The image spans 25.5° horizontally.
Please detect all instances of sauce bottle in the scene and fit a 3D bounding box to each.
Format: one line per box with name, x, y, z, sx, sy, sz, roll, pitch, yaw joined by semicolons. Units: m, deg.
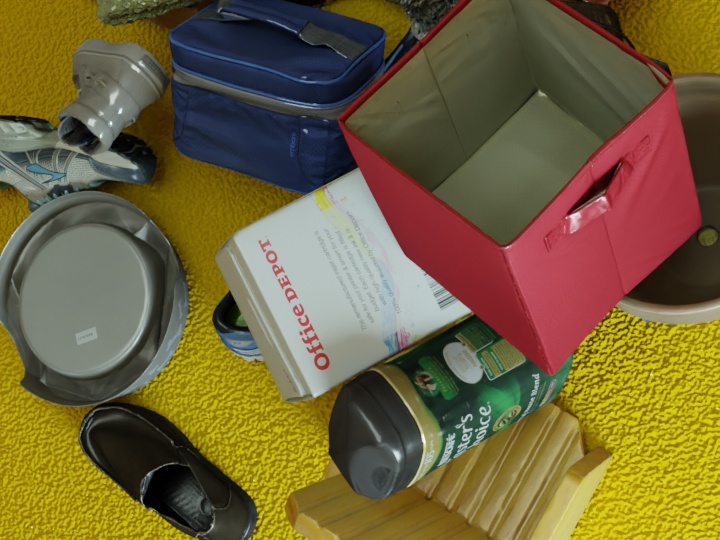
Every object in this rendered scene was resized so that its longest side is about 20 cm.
sauce bottle;0.312;-0.022;1.295;0.198;0.065;0.065;-24;73;13

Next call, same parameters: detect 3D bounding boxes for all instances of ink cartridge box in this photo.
ink cartridge box;0.000;0.000;1.309;0.198;0.145;0.147;-27;89;-14

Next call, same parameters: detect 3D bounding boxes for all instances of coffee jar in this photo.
coffee jar;0.069;0.099;1.257;0.199;0.105;0.086;-26;66;-27

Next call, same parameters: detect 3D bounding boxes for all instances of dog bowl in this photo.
dog bowl;-0.251;0.030;1.497;0.198;0.059;0.203;-4;79;20

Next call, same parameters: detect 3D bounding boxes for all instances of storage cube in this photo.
storage cube;0.119;-0.071;1.142;0.171;0.180;0.200;-44;55;-10

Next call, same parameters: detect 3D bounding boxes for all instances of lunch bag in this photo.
lunch bag;-0.078;-0.170;1.403;0.198;0.136;0.134;18;126;21

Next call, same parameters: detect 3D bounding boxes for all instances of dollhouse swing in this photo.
dollhouse swing;0.067;0.164;1.292;0.199;0.176;0.183;30;92;23

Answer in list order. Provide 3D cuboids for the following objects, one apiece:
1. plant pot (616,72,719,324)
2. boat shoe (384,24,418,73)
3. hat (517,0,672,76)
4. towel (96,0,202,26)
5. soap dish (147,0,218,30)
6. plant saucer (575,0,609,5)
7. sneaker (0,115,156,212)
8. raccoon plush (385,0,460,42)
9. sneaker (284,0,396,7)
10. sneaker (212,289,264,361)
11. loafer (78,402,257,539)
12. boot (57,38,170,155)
plant pot;0.261;-0.044;1.236;0.198;0.093;0.203;-10;64;21
boat shoe;0.073;-0.245;1.412;0.068;0.084;0.202;27;88;13
hat;0.167;-0.176;1.305;0.198;0.200;0.082;-5;73;19
towel;-0.154;-0.305;1.437;0.198;0.036;0.150;-15;66;16
soap dish;-0.181;-0.318;1.521;0.198;0.081;0.159;24;89;24
plant saucer;0.175;-0.325;1.373;0.199;0.037;0.200;33;64;17
sneaker;-0.284;-0.097;1.535;0.198;0.077;0.088;12;102;24
raccoon plush;0.091;-0.209;1.289;0.097;0.134;0.200;-41;26;-8
sneaker;-0.016;-0.267;1.456;0.200;0.076;0.116;-44;73;8
sneaker;-0.048;0.005;1.408;0.199;0.089;0.079;-39;70;5
loafer;-0.181;0.179;1.436;0.199;0.071;0.074;29;91;22
boot;-0.249;-0.157;1.464;0.096;0.200;0.074;-48;109;-14
